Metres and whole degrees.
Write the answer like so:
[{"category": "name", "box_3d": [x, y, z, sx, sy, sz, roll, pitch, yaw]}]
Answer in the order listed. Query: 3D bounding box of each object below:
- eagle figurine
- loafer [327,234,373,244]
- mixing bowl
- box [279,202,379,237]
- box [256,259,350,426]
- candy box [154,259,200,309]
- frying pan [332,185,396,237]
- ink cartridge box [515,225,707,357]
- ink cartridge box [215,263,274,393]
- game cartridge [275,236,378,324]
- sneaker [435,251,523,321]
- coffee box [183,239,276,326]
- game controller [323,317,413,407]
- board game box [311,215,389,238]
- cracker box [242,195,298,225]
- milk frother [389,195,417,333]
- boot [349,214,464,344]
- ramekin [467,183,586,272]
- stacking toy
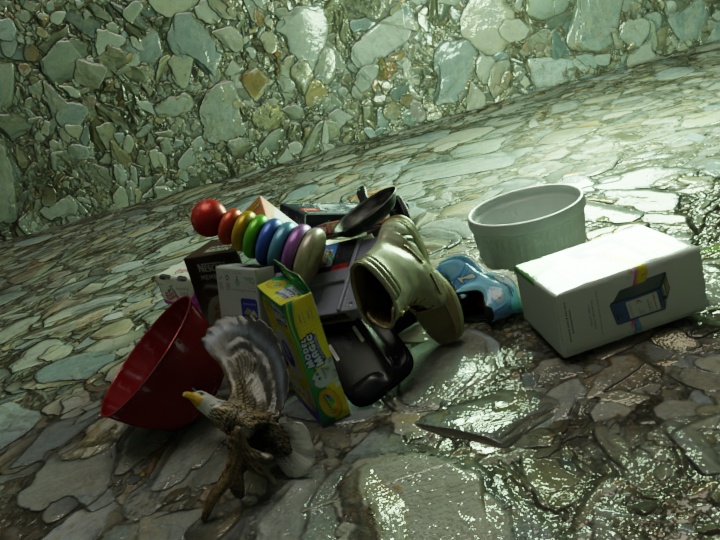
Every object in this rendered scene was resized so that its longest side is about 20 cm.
[{"category": "eagle figurine", "box_3d": [-0.145, 0.165, 0.866, 0.150, 0.153, 0.201, -26, 25, 4]}, {"category": "loafer", "box_3d": [0.002, -0.031, 1.292, 0.198, 0.069, 0.076, 9, 37, -42]}, {"category": "mixing bowl", "box_3d": [-0.263, 0.148, 1.030, 0.200, 0.108, 0.201, -43, 22, 22]}, {"category": "box", "box_3d": [-0.049, -0.076, 1.467, 0.196, 0.107, 0.182, -3, 12, -22]}, {"category": "box", "box_3d": [-0.079, 0.090, 0.946, 0.048, 0.204, 0.117, -21, 18, -18]}, {"category": "candy box", "box_3d": [-0.251, -0.004, 1.314, 0.135, 0.062, 0.199, 4, 28, 47]}, {"category": "frying pan", "box_3d": [-0.003, -0.088, 1.108, 0.114, 0.031, 0.190, -39, 15, -12]}, {"category": "ink cartridge box", "box_3d": [0.324, 0.021, 0.953, 0.196, 0.089, 0.146, -16, 17, -3]}, {"category": "ink cartridge box", "box_3d": [-0.155, 0.093, 1.030, 0.098, 0.205, 0.039, 4, 11, 44]}, {"category": "game cartridge", "box_3d": [-0.058, 0.020, 1.058, 0.197, 0.038, 0.132, -12, 52, 37]}, {"category": "sneaker", "box_3d": [0.162, 0.030, 1.112, 0.089, 0.080, 0.199, -28, 21, -23]}, {"category": "coffee box", "box_3d": [-0.186, 0.054, 1.141, 0.112, 0.204, 0.080, -6, 20, 30]}, {"category": "game controller", "box_3d": [-0.006, 0.099, 1.007, 0.104, 0.042, 0.201, -43, 42, 5]}, {"category": "board game box", "box_3d": [-0.018, -0.072, 1.203, 0.102, 0.020, 0.198, -18, -2, 44]}, {"category": "cracker box", "box_3d": [-0.112, -0.024, 1.254, 0.057, 0.199, 0.135, -40, 40, 14]}, {"category": "milk frother", "box_3d": [0.000, 0.000, 1.143, 0.186, 0.204, 0.179, -25, 24, -26]}, {"category": "boot", "box_3d": [0.064, 0.043, 0.977, 0.071, 0.202, 0.155, -21, 17, 32]}, {"category": "ramekin", "box_3d": [0.286, -0.063, 1.223, 0.196, 0.107, 0.201, -15, 18, 5]}, {"category": "stacking toy", "box_3d": [-0.151, -0.051, 1.038, 0.197, 0.087, 0.085, 22, 29, 11]}]
